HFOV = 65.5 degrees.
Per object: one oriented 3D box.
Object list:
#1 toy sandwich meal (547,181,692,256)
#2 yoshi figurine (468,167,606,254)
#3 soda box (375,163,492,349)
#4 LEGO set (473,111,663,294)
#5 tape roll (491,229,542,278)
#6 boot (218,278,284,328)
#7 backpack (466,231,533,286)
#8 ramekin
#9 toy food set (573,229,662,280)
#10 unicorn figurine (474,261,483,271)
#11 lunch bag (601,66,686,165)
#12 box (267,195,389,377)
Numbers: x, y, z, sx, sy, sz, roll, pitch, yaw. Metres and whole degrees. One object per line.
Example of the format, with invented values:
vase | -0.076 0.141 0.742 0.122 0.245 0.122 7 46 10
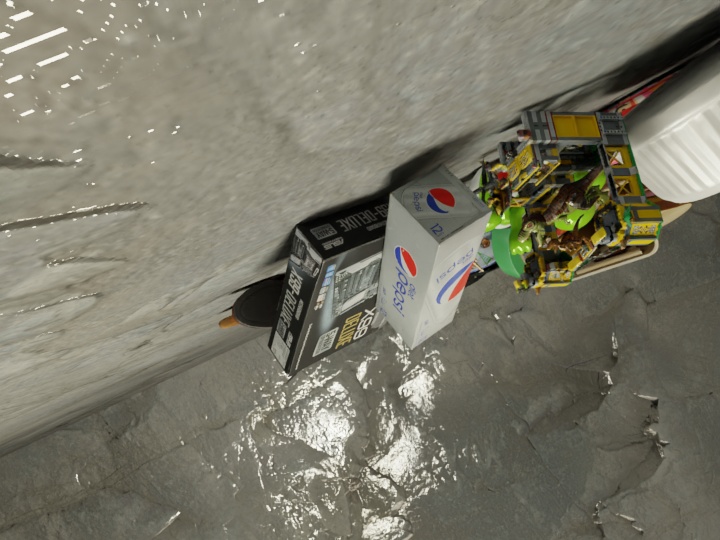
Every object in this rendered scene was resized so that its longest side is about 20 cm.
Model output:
toy sandwich meal | 0.352 -0.072 0.788 0.204 0.071 0.205 -21 162 -7
yoshi figurine | 0.208 -0.076 0.706 0.198 0.113 0.112 -14 171 25
soda box | 0.064 -0.004 0.551 0.063 0.068 0.201 -31 153 -21
LEGO set | 0.171 -0.060 0.538 0.115 0.155 0.200 -3 171 -13
tape roll | 0.346 -0.080 1.109 0.199 0.202 0.048 -23 -156 -27
boot | -0.164 0.055 0.865 0.199 0.069 0.188 -19 -171 42
backpack | 0.245 -0.053 1.189 0.190 0.155 0.200 -34 180 -40
ramekin | 0.338 -0.149 0.524 0.202 0.094 0.202 -40 -179 1
toy food set | 0.419 -0.071 0.947 0.200 0.060 0.144 -27 -155 52
unicorn figurine | 0.068 -0.037 0.810 0.198 0.075 0.137 4 -175 23
lunch bag | 0.359 -0.184 0.704 0.199 0.083 0.175 -27 171 40
box | -0.012 0.015 0.613 0.157 0.050 0.201 -22 149 -35
